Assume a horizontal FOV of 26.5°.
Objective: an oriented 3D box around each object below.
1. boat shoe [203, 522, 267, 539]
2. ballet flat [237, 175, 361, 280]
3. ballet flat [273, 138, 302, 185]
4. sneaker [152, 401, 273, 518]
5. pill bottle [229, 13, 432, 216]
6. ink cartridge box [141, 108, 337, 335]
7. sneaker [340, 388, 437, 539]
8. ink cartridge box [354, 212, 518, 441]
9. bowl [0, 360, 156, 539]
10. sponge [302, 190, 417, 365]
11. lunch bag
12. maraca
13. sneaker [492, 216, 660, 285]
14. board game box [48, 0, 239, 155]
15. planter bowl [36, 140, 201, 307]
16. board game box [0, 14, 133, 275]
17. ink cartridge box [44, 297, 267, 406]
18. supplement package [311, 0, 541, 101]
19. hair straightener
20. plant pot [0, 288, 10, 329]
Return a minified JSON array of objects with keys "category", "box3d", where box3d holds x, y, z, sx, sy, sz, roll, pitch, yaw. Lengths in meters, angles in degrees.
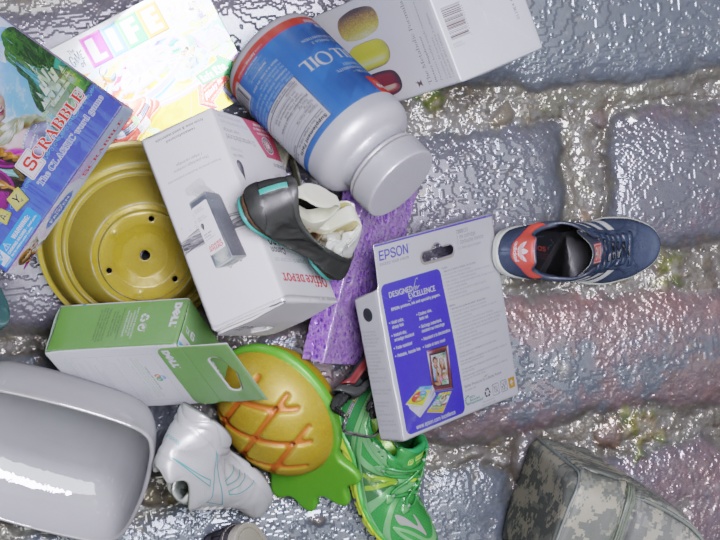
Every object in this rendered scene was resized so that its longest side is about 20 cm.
[{"category":"boat shoe","box3d":[-0.109,0.358,1.617,0.063,0.073,0.200,-12,106,34]},{"category":"ballet flat","box3d":[-0.040,-0.039,1.423,0.068,0.200,0.068,-28,67,15]},{"category":"ballet flat","box3d":[-0.087,-0.051,1.575,0.062,0.067,0.200,-3,95,-19]},{"category":"sneaker","box3d":[-0.153,0.207,1.537,0.080,0.070,0.200,-54,145,-16]},{"category":"pill bottle","box3d":[-0.025,-0.148,1.483,0.112,0.112,0.200,-43,70,-4]},{"category":"ink cartridge box","box3d":[-0.114,-0.043,1.469,0.085,0.146,0.200,-23,81,18]},{"category":"sneaker","box3d":[0.033,0.210,1.598,0.074,0.084,0.200,-34,103,-48]},{"category":"ink cartridge box","box3d":[0.079,0.054,1.568,0.198,0.043,0.200,-15,99,-47]},{"category":"bowl","box3d":[-0.305,0.173,1.517,0.199,0.075,0.200,17,130,-9]},{"category":"sponge","box3d":[0.000,0.000,1.571,0.030,0.112,0.200,14,90,27]},{"category":"lunch bag","box3d":[0.256,0.271,1.590,0.167,0.200,0.140,16,92,-9]},{"category":"maraca","box3d":[-0.075,0.162,1.570,0.107,0.137,0.200,-47,116,-48]},{"category":"sneaker","box3d":[0.243,-0.019,1.611,0.200,0.084,0.075,-6,93,-23]},{"category":"board game box","box3d":[-0.223,-0.195,1.553,0.200,0.034,0.135,-29,98,-6]},{"category":"planter bowl","box3d":[-0.219,-0.024,1.524,0.200,0.083,0.201,-4,106,-14]},{"category":"board game box","box3d":[-0.359,-0.134,1.494,0.199,0.041,0.200,35,92,9]},{"category":"ink cartridge box","box3d":[-0.195,0.081,1.500,0.200,0.059,0.104,-4,141,21]},{"category":"supplement package","box3d":[0.061,-0.234,1.503,0.109,0.200,0.114,-26,98,-31]},{"category":"hair straightener","box3d":[0.034,0.104,1.564,0.077,0.041,0.200,46,45,-7]},{"category":"plant pot","box3d":[-0.441,0.056,1.436,0.188,0.200,0.200,-40,100,6]}]
